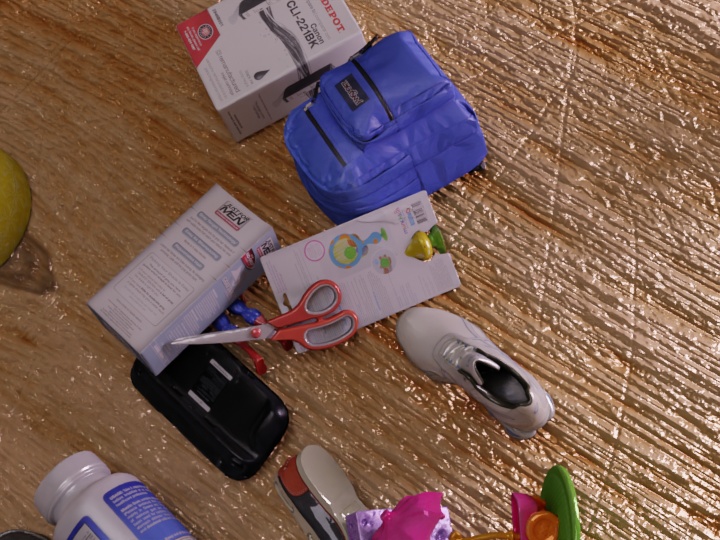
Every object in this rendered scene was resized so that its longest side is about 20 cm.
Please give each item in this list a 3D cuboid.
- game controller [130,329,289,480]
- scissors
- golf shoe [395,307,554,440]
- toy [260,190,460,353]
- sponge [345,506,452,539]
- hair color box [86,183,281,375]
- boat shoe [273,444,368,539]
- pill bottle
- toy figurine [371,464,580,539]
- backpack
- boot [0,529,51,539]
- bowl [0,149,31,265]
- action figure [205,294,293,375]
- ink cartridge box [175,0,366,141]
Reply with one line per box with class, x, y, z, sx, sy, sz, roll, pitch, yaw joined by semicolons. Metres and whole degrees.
game controller;-0.170;0.138;1.197;0.200;0.042;0.105;39;89;21
scissors;-0.100;0.072;1.164;0.199;0.014;0.074;-22;100;-11
golf shoe;0.117;0.092;1.132;0.199;0.097;0.079;33;80;22
toy;0.000;0.000;1.208;0.199;0.047;0.116;-22;97;-2
sponge;0.054;0.334;1.053;0.111;0.030;0.201;4;63;-31
hair color box;-0.193;0.008;1.198;0.099;0.061;0.200;37;73;27
boat shoe;-0.019;0.276;1.106;0.063;0.071;0.201;-42;78;33
pill bottle;-0.247;0.284;1.123;0.200;0.112;0.112;40;81;23
toy figurine;0.100;0.283;1.021;0.182;0.150;0.202;2;94;-3
backpack;0.013;-0.160;1.214;0.199;0.168;0.163;-33;55;0
boot;-0.344;0.308;1.084;0.181;0.200;0.073;24;78;19
bowl;-0.519;-0.087;1.323;0.198;0.108;0.202;-4;69;9
action figure;-0.164;0.040;1.234;0.065;0.052;0.200;-44;64;-12
ink cartridge box;-0.103;-0.276;1.324;0.199;0.084;0.145;-28;66;-1
